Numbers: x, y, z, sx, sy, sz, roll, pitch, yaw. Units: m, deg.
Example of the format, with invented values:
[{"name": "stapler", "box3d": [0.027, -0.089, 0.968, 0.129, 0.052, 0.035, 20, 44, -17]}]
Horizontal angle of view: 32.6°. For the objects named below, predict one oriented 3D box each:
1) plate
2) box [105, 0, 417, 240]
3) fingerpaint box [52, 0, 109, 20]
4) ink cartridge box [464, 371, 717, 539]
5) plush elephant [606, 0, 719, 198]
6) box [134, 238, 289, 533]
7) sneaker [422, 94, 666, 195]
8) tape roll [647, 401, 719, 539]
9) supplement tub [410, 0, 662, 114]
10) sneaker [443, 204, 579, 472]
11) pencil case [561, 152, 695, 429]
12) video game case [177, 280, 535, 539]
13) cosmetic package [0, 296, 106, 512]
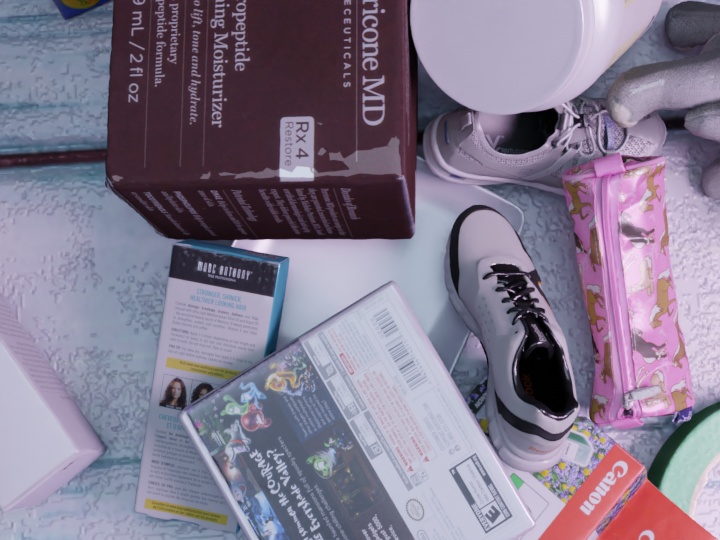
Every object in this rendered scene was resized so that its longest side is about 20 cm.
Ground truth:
[{"name": "plate", "box3d": [0.000, 0.000, 0.956, 0.198, 0.032, 0.202, 27, 82, 3]}, {"name": "box", "box3d": [-0.061, -0.119, 0.872, 0.197, 0.164, 0.169, -1, 78, 5]}, {"name": "fingerpaint box", "box3d": [-0.178, -0.280, 0.902, 0.165, 0.200, 0.074, -25, 83, -3]}, {"name": "ink cartridge box", "box3d": [0.149, 0.166, 0.901, 0.199, 0.050, 0.109, 40, 85, 23]}, {"name": "plush elephant", "box3d": [0.307, -0.110, 0.927, 0.198, 0.165, 0.156, -1, 123, 30]}, {"name": "box", "box3d": [-0.109, 0.084, 0.910, 0.081, 0.049, 0.203, 10, 96, 5]}, {"name": "sneaker", "box3d": [0.151, -0.098, 0.935, 0.197, 0.082, 0.076, -7, 82, -19]}, {"name": "tape roll", "box3d": [0.313, 0.195, 0.930, 0.197, 0.048, 0.204, 0, 84, -1]}, {"name": "supplement tub", "box3d": [0.129, -0.198, 0.877, 0.143, 0.200, 0.147, 11, 117, 23]}, {"name": "sneaker", "box3d": [0.114, 0.036, 0.881, 0.073, 0.080, 0.202, -9, 65, -15]}, {"name": "pencil case", "box3d": [0.196, 0.013, 0.909, 0.082, 0.086, 0.203, -10, 97, -18]}, {"name": "video game case", "box3d": [-0.003, 0.140, 0.867, 0.180, 0.023, 0.202, -31, 88, -5]}, {"name": "cosmetic package", "box3d": [-0.279, 0.073, 0.908, 0.071, 0.101, 0.201, -37, 84, -4]}]
